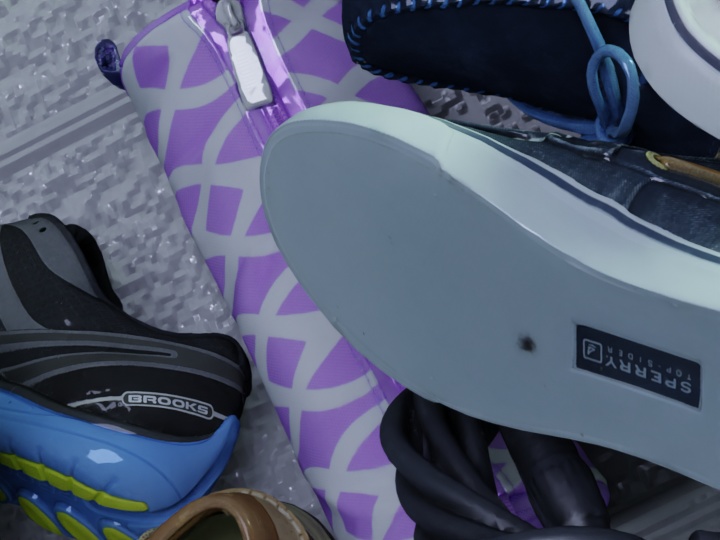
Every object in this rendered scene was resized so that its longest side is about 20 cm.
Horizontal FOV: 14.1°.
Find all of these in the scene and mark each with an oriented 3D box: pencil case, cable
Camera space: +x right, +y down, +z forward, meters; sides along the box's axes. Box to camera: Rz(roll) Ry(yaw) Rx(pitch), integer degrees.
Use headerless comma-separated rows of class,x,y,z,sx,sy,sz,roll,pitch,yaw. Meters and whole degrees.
pencil case,0.000,0.000,0.847,0.084,0.086,0.201,-25,72,-9
cable,0.107,0.042,0.740,0.199,0.051,0.163,22,47,23

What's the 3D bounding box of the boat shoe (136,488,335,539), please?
boat shoe,-0.071,0.149,0.804,0.075,0.074,0.201,19,78,21

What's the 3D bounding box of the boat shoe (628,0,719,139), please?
boat shoe,0.165,-0.059,0.687,0.199,0.066,0.072,9,53,-11

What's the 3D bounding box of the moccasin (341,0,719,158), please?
moccasin,0.091,-0.055,0.756,0.198,0.081,0.069,2,71,12

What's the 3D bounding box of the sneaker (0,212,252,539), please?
sneaker,-0.119,0.018,0.894,0.199,0.071,0.083,23,58,24

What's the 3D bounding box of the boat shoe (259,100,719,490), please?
boat shoe,0.074,-0.001,0.722,0.199,0.091,0.071,24,128,30
